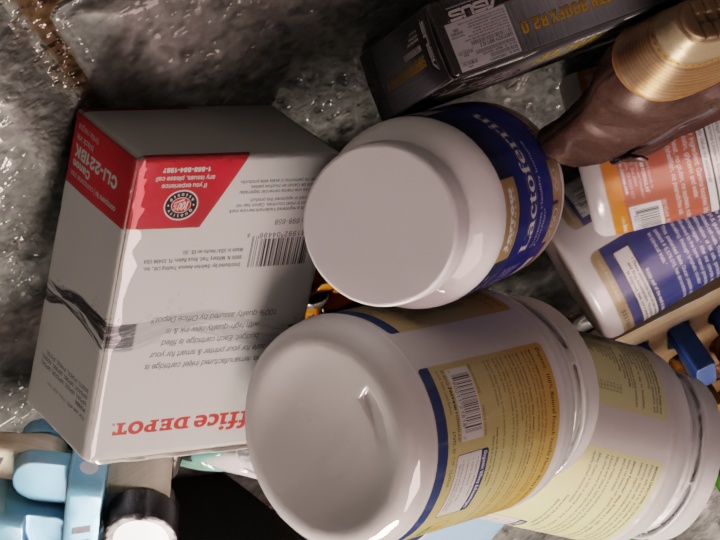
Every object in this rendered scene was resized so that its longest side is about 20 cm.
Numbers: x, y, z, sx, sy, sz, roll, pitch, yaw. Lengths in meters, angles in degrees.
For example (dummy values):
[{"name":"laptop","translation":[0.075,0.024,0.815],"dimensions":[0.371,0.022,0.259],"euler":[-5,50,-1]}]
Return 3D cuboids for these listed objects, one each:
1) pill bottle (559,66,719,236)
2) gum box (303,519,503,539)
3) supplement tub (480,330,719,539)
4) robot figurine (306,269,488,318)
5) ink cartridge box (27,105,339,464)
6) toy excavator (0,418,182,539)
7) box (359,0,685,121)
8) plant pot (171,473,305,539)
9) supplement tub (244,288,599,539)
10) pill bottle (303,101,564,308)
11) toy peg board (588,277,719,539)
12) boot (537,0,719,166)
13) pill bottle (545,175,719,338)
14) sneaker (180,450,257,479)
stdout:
[{"name":"pill bottle","translation":[0.239,-0.098,1.686],"dimensions":[0.200,0.112,0.112],"euler":[-14,147,5]},{"name":"gum box","translation":[-0.004,0.231,2.028],"dimensions":[0.200,0.045,0.170],"euler":[6,132,-44]},{"name":"supplement tub","translation":[0.139,0.113,1.802],"dimensions":[0.200,0.145,0.145],"euler":[15,127,-28]},{"name":"robot figurine","translation":[0.000,0.000,1.718],"dimensions":[0.200,0.058,0.145],"euler":[-16,143,-23]},{"name":"ink cartridge box","translation":[-0.109,0.007,1.560],"dimensions":[0.144,0.084,0.200],"euler":[-3,116,-36]},{"name":"toy excavator","translation":[-0.212,0.129,1.632],"dimensions":[0.200,0.100,0.195],"euler":[5,130,-4]},{"name":"box","translation":[0.113,-0.154,1.547],"dimensions":[0.200,0.048,0.158],"euler":[-21,178,-16]},{"name":"plant pot","translation":[-0.137,0.261,1.842],"dimensions":[0.199,0.178,0.200],"euler":[-5,138,-33]},{"name":"supplement tub","translation":[0.042,0.087,1.585],"dimensions":[0.200,0.144,0.144],"euler":[-10,143,-49]},{"name":"pill bottle","translation":[0.044,-0.038,1.544],"dimensions":[0.116,0.116,0.200],"euler":[-45,172,20]},{"name":"toy peg board","translation":[0.250,0.116,2.033],"dimensions":[0.200,0.098,0.199],"euler":[-26,147,-8]},{"name":"boot","translation":[0.223,-0.123,1.568],"dimensions":[0.200,0.072,0.166],"euler":[-7,160,-29]},{"name":"pill bottle","translation":[0.229,-0.047,1.790],"dimensions":[0.200,0.111,0.111],"euler":[-30,147,-1]},{"name":"sneaker","translation":[-0.035,0.111,1.754],"dimensions":[0.140,0.200,0.078],"euler":[10,92,-54]}]
